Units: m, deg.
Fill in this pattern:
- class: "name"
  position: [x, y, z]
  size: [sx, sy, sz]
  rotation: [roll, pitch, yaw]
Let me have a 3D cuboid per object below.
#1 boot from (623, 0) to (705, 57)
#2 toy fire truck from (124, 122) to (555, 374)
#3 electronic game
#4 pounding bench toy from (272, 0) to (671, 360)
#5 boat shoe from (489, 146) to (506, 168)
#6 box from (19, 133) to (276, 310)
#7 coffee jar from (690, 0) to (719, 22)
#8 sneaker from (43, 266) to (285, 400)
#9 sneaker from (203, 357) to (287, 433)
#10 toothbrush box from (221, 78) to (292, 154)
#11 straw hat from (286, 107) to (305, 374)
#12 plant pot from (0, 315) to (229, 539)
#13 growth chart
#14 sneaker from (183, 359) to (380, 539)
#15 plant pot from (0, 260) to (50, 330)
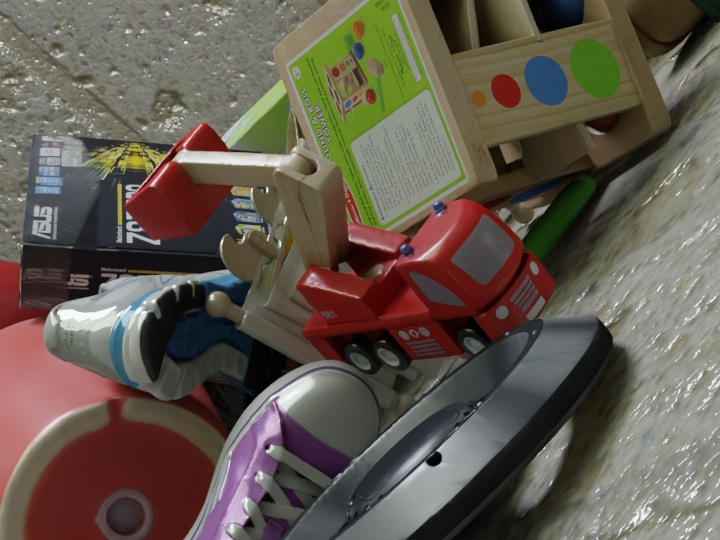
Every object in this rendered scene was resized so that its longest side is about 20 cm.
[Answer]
- class: "boot"
  position: [0.236, -0.222, 1.154]
  size: [0.200, 0.066, 0.175]
  rotation: [-36, 15, 50]
- class: "toy fire truck"
  position: [-0.014, -0.016, 0.998]
  size: [0.200, 0.141, 0.049]
  rotation: [-10, 36, 53]
- class: "electronic game"
  position: [0.029, 0.090, 0.871]
  size: [0.200, 0.042, 0.200]
  rotation: [-43, 3, 3]
- class: "pounding bench toy"
  position: [0.078, -0.064, 1.089]
  size: [0.156, 0.200, 0.124]
  rotation: [-16, -10, -35]
- class: "boat shoe"
  position: [0.116, -0.114, 1.277]
  size: [0.200, 0.073, 0.063]
  rotation: [-39, 0, -12]
- class: "box"
  position: [-0.134, -0.030, 1.311]
  size: [0.200, 0.161, 0.049]
  rotation: [-104, 18, -66]
- class: "coffee jar"
  position: [0.223, -0.183, 0.972]
  size: [0.104, 0.085, 0.200]
  rotation: [-47, 7, -12]
- class: "sneaker"
  position: [-0.103, 0.028, 1.118]
  size: [0.200, 0.086, 0.075]
  rotation: [7, -91, -67]
- class: "sneaker"
  position: [-0.076, 0.088, 1.343]
  size: [0.200, 0.075, 0.116]
  rotation: [-57, 12, 10]
- class: "toothbrush box"
  position: [-0.018, -0.069, 1.461]
  size: [0.200, 0.146, 0.086]
  rotation: [-36, 15, 51]
- class: "straw hat"
  position: [0.000, 0.000, 1.225]
  size: [0.201, 0.085, 0.202]
  rotation: [180, 90, -85]
- class: "plant pot"
  position: [-0.152, 0.129, 1.167]
  size: [0.201, 0.200, 0.177]
  rotation: [-50, 18, -10]
- class: "growth chart"
  position: [0.006, -0.013, 1.119]
  size: [0.018, 0.145, 0.200]
  rotation: [-49, 8, 48]
- class: "sneaker"
  position: [-0.047, 0.140, 0.971]
  size: [0.201, 0.073, 0.114]
  rotation: [-58, 12, 3]
- class: "plant pot"
  position: [-0.240, 0.084, 1.331]
  size: [0.182, 0.201, 0.200]
  rotation: [-13, -2, -17]
